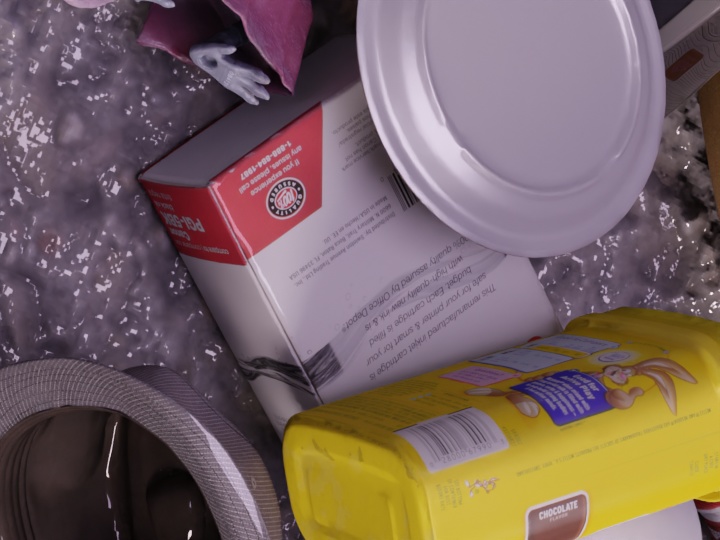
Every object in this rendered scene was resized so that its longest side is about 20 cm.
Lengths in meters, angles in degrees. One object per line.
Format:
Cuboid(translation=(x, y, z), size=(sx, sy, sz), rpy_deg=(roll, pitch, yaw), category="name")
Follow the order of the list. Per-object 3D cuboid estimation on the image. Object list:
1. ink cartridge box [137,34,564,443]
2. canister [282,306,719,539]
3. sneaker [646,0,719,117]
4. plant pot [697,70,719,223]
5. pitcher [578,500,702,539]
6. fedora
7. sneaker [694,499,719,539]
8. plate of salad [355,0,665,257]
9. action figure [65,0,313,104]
Cuboid(translation=(0.000, 0.000, 1.474), size=(0.147, 0.083, 0.200), rpy_deg=(-36, 112, -24), category="ink cartridge box")
Cuboid(translation=(0.080, 0.086, 1.397), size=(0.200, 0.148, 0.087), rpy_deg=(-15, 103, -28), category="canister")
Cuboid(translation=(0.143, -0.144, 1.549), size=(0.200, 0.106, 0.075), rpy_deg=(-35, 152, 14), category="sneaker")
Cuboid(translation=(0.267, -0.077, 1.591), size=(0.186, 0.186, 0.200), rpy_deg=(-27, 95, -27), category="plant pot")
Cuboid(translation=(0.075, 0.178, 1.532), size=(0.200, 0.121, 0.172), rpy_deg=(-16, 133, -28), category="pitcher")
Cuboid(translation=(-0.103, 0.117, 1.397), size=(0.090, 0.177, 0.200), rpy_deg=(-39, 108, -55), category="fedora")
Cuboid(translation=(0.284, 0.103, 1.672), size=(0.200, 0.078, 0.116), rpy_deg=(-37, 123, -5), category="sneaker")
Cuboid(translation=(0.073, -0.104, 1.439), size=(0.200, 0.048, 0.201), rpy_deg=(7, 79, -37), category="plate of salad")
Cuboid(translation=(-0.046, -0.182, 1.438), size=(0.134, 0.149, 0.200), rpy_deg=(75, 35, -53), category="action figure")
